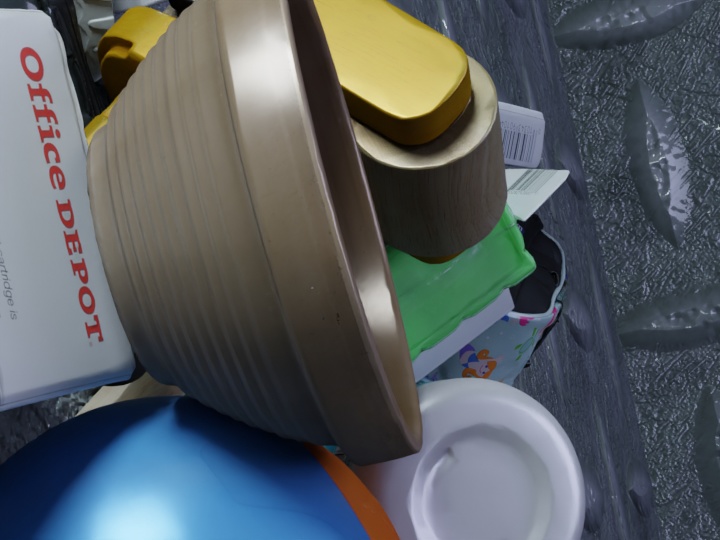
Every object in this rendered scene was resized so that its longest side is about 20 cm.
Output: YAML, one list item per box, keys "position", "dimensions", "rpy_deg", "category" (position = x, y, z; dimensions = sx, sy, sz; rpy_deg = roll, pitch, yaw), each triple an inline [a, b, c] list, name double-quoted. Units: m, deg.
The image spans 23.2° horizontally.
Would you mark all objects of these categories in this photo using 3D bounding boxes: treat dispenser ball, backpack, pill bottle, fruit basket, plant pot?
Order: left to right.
- position: [-0.075, 0.151, 0.699]
  dimensions: [0.201, 0.201, 0.201]
  rpy_deg: [-14, 90, -74]
  category: "treat dispenser ball"
- position: [-0.045, -0.017, 0.666]
  dimensions: [0.201, 0.093, 0.201]
  rpy_deg: [-14, 90, -86]
  category: "plant pot"
- position: [0.000, 0.000, 0.968]
  dimensions: [0.094, 0.185, 0.200]
  rpy_deg: [59, -22, -13]
  category: "fruit basket"
- position: [0.020, 0.112, 0.860]
  dimensions: [0.200, 0.111, 0.111]
  rpy_deg: [162, -85, -70]
  category: "pill bottle"
- position: [0.039, 0.015, 1.152]
  dimensions: [0.151, 0.177, 0.200]
  rpy_deg: [-61, 180, 14]
  category: "backpack"

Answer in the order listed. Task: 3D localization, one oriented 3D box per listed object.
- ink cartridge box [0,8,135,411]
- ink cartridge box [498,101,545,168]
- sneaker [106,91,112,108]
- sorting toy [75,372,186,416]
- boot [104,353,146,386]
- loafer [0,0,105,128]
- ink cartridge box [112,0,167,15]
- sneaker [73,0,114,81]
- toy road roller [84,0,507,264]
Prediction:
- position: [-0.180, -0.011, 0.594]
  dimensions: [0.200, 0.084, 0.146]
  rpy_deg: [-10, 86, -59]
  category: "ink cartridge box"
- position: [-0.016, -0.099, 1.097]
  dimensions: [0.198, 0.200, 0.043]
  rpy_deg: [1, 98, -59]
  category: "ink cartridge box"
- position: [-0.102, -0.052, 0.964]
  dimensions: [0.200, 0.074, 0.082]
  rpy_deg: [-102, -155, -45]
  category: "sneaker"
- position: [-0.084, 0.157, 0.907]
  dimensions: [0.200, 0.069, 0.199]
  rpy_deg: [-57, 131, -69]
  category: "sorting toy"
- position: [-0.164, 0.034, 0.749]
  dimensions: [0.200, 0.077, 0.139]
  rpy_deg: [43, 39, -41]
  category: "boot"
- position: [-0.165, -0.101, 0.840]
  dimensions: [0.070, 0.068, 0.201]
  rpy_deg: [-95, 168, -54]
  category: "loafer"
- position: [-0.145, -0.237, 0.926]
  dimensions: [0.067, 0.116, 0.200]
  rpy_deg: [-25, 104, -30]
  category: "ink cartridge box"
- position: [-0.175, -0.186, 0.885]
  dimensions: [0.081, 0.076, 0.200]
  rpy_deg: [-96, 167, -60]
  category: "sneaker"
- position: [-0.042, -0.058, 0.830]
  dimensions: [0.146, 0.200, 0.123]
  rpy_deg: [-50, 155, -20]
  category: "toy road roller"
